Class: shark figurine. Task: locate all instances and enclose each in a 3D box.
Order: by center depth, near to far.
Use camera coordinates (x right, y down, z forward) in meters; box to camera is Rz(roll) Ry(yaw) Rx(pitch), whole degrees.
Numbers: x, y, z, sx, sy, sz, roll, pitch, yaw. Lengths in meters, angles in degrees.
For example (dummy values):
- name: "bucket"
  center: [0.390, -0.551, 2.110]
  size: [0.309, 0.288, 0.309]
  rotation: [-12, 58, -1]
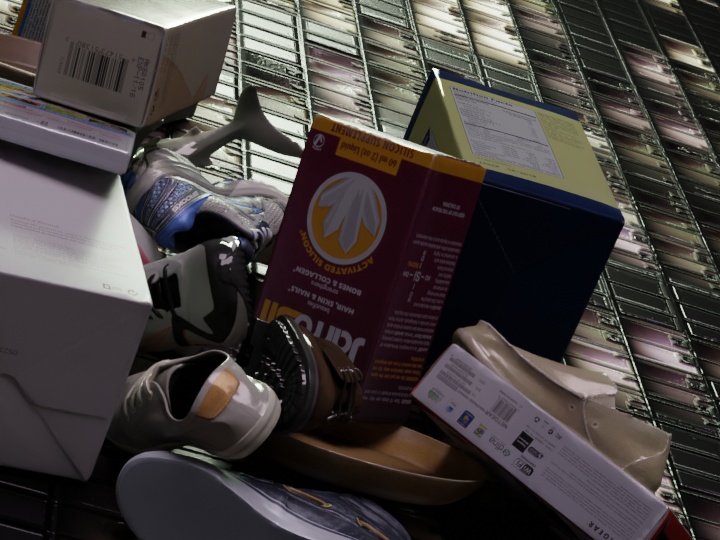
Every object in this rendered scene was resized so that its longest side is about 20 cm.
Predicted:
- name: "shark figurine"
  center: [-0.161, -0.071, 1.806]
  size: [0.214, 0.128, 0.090]
  rotation: [-18, 81, -32]

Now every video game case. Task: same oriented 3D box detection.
- name: "video game case"
  center: [-0.230, -0.108, 1.584]
  size: [0.142, 0.018, 0.200]
  rotation: [16, 9, -7]

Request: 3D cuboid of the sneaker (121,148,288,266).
- name: "sneaker"
  center: [-0.108, -0.026, 1.765]
  size: [0.199, 0.077, 0.085]
  rotation: [15, 32, -50]

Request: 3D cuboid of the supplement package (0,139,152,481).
- name: "supplement package"
  center: [-0.260, 0.012, 1.483]
  size: [0.190, 0.148, 0.200]
  rotation: [14, 26, -21]

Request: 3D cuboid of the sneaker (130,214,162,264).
- name: "sneaker"
  center: [-0.251, -0.031, 1.685]
  size: [0.200, 0.075, 0.105]
  rotation: [40, 61, -14]

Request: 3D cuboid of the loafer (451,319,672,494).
- name: "loafer"
  center: [0.155, 0.099, 1.695]
  size: [0.200, 0.068, 0.076]
  rotation: [40, -10, -9]

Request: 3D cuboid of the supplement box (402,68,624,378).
- name: "supplement box"
  center: [0.095, -0.020, 1.784]
  size: [0.133, 0.201, 0.200]
  rotation: [16, 26, -15]

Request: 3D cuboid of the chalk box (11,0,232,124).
- name: "chalk box"
  center: [-0.207, -0.209, 2.006]
  size: [0.124, 0.125, 0.200]
  rotation: [31, 25, 18]

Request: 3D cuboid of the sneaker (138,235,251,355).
- name: "sneaker"
  center: [-0.134, 0.025, 1.579]
  size: [0.079, 0.200, 0.074]
  rotation: [-1, 76, -23]

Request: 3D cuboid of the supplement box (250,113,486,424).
- name: "supplement box"
  center: [0.000, 0.000, 1.628]
  size: [0.110, 0.201, 0.086]
  rotation: [20, 5, 30]

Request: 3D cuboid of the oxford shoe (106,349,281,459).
- name: "oxford shoe"
  center: [-0.123, 0.082, 1.460]
  size: [0.058, 0.075, 0.200]
  rotation: [40, -20, -25]

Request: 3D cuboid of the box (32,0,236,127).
- name: "box"
  center: [-0.168, -0.170, 1.700]
  size: [0.094, 0.078, 0.200]
  rotation: [17, 14, 10]

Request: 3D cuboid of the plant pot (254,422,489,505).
- name: "plant pot"
  center: [-0.009, 0.125, 1.553]
  size: [0.199, 0.028, 0.200]
  rotation: [16, 5, -1]

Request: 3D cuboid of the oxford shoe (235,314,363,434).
- name: "oxford shoe"
  center: [-0.032, 0.072, 1.492]
  size: [0.084, 0.073, 0.200]
  rotation: [18, 5, -10]

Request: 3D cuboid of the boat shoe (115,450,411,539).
- name: "boat shoe"
  center: [-0.061, 0.166, 1.449]
  size: [0.199, 0.071, 0.091]
  rotation: [26, 16, 0]

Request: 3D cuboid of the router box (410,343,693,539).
- name: "router box"
  center: [0.145, 0.151, 1.558]
  size: [0.200, 0.049, 0.180]
  rotation: [37, -6, 29]

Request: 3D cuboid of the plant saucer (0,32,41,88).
- name: "plant saucer"
  center: [-0.251, -0.155, 1.790]
  size: [0.199, 0.030, 0.200]
  rotation: [17, 10, -3]
